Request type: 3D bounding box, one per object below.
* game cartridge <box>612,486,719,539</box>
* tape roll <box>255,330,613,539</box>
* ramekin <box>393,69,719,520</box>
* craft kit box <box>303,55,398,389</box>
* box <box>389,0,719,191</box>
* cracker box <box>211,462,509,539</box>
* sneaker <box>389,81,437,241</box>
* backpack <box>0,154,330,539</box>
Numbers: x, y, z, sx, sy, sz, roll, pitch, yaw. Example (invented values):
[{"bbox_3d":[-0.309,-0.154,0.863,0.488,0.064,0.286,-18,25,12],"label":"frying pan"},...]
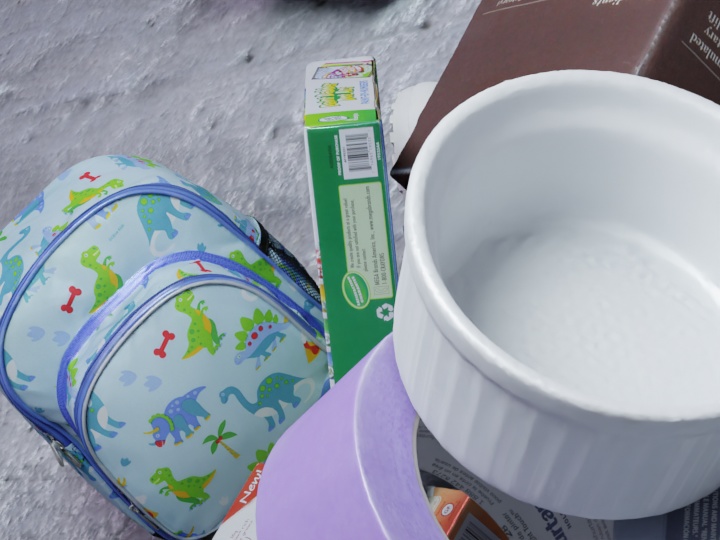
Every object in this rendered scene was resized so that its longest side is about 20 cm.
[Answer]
[{"bbox_3d":[0.178,0.132,1.342,0.133,0.042,0.200,2,44,9],"label":"game cartridge"},{"bbox_3d":[0.056,0.125,1.394,0.085,0.200,0.200,-43,26,39],"label":"tape roll"},{"bbox_3d":[0.109,0.015,1.349,0.098,0.200,0.201,107,177,-49],"label":"ramekin"},{"bbox_3d":[0.000,0.000,1.601,0.048,0.201,0.198,-5,13,3],"label":"craft kit box"},{"bbox_3d":[0.156,-0.086,1.560,0.164,0.166,0.200,-3,51,51],"label":"box"},{"bbox_3d":[-0.016,0.177,1.591,0.200,0.058,0.134,1,55,55],"label":"cracker box"},{"bbox_3d":[0.068,-0.047,1.747,0.080,0.076,0.200,-27,38,13],"label":"sneaker"},{"bbox_3d":[-0.116,0.041,1.737,0.183,0.200,0.147,-47,26,0],"label":"backpack"}]
